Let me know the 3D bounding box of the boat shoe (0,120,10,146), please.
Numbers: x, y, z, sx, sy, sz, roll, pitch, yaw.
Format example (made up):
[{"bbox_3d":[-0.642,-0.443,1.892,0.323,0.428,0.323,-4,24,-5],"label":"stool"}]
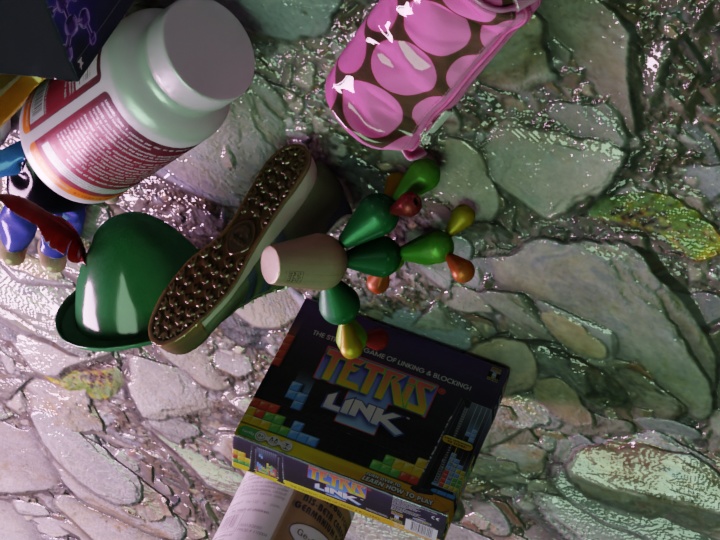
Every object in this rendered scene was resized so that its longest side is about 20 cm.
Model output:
[{"bbox_3d":[-0.397,-0.104,1.507,0.202,0.086,0.075,-13,121,41],"label":"boat shoe"}]

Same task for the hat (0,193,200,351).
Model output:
[{"bbox_3d":[-0.205,-0.043,1.426,0.165,0.200,0.177,-19,115,-5],"label":"hat"}]

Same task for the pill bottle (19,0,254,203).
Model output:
[{"bbox_3d":[-0.174,-0.135,1.324,0.113,0.113,0.200,43,140,-20],"label":"pill bottle"}]

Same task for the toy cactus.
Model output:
[{"bbox_3d":[0.000,0.000,1.355,0.165,0.102,0.200,-4,143,-33],"label":"toy cactus"}]

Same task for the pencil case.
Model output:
[{"bbox_3d":[0.054,-0.163,1.182,0.094,0.091,0.200,60,146,14],"label":"pencil case"}]

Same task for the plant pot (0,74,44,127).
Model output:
[{"bbox_3d":[-0.337,-0.201,1.293,0.200,0.196,0.194,42,140,-8],"label":"plant pot"}]

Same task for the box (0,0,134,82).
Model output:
[{"bbox_3d":[-0.196,-0.246,1.136,0.079,0.200,0.141,10,140,20],"label":"box"}]

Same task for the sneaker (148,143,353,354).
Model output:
[{"bbox_3d":[-0.080,-0.001,1.383,0.090,0.200,0.067,37,180,-43],"label":"sneaker"}]

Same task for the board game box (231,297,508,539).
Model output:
[{"bbox_3d":[0.010,0.129,1.480,0.199,0.166,0.057,19,143,10],"label":"board game box"}]

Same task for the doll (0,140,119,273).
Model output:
[{"bbox_3d":[-0.284,-0.074,1.504,0.136,0.049,0.200,10,143,-15],"label":"doll"}]

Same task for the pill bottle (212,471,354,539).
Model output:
[{"bbox_3d":[-0.068,0.238,1.624,0.114,0.200,0.115,16,141,13],"label":"pill bottle"}]
